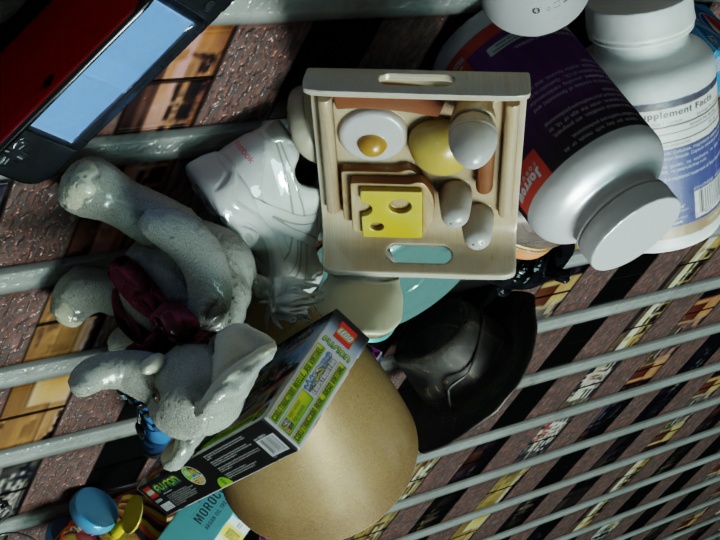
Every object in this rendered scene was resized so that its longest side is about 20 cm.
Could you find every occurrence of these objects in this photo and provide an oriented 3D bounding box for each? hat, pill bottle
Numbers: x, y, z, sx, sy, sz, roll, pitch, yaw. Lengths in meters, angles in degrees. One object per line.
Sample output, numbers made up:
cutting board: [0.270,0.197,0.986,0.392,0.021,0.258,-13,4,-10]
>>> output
hat: [0.085,0.085,1.409,0.081,0.201,0.201,34,117,-19]
pill bottle: [0.228,-0.124,1.132,0.111,0.111,0.200,-23,121,-21]
pill bottle: [0.145,-0.099,1.048,0.112,0.200,0.113,-26,152,-15]

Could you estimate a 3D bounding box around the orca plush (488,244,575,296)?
orca plush: [0.165,-0.018,1.316,0.105,0.071,0.200,-65,155,1]

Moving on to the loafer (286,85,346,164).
loafer: [0.030,-0.093,1.048,0.068,0.076,0.200,-12,166,36]

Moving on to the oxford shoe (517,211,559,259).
oxford shoe: [0.096,-0.059,1.167,0.200,0.071,0.073,7,160,-33]

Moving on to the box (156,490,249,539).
box: [-0.140,0.241,1.385,0.200,0.049,0.082,-54,162,-12]

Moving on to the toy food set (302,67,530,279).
toy food set: [0.039,-0.059,0.963,0.143,0.060,0.200,1,144,3]

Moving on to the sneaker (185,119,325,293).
sneaker: [-0.050,-0.044,1.068,0.099,0.078,0.200,-36,155,-2]

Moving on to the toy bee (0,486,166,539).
toy bee: [-0.256,0.267,1.324,0.200,0.109,0.131,-16,151,-32]

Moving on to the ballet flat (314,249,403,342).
ballet flat: [0.000,0.000,1.103,0.069,0.070,0.200,-37,-169,7]

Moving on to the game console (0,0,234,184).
game console: [-0.155,-0.100,0.804,0.200,0.119,0.172,-41,153,15]

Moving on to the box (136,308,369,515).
box: [-0.082,0.108,1.045,0.200,0.035,0.110,-33,-162,49]

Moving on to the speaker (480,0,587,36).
speaker: [0.102,-0.234,0.906,0.081,0.081,0.200,-33,154,-1]

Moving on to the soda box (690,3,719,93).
soda box: [0.241,-0.138,1.240,0.064,0.068,0.200,-3,140,-48]

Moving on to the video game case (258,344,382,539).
video game case: [-0.041,0.187,1.417,0.181,0.036,0.200,-55,165,-27]

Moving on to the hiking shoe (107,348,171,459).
hiking shoe: [-0.173,0.082,1.160,0.087,0.074,0.200,-10,136,-26]

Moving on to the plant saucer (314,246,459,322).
plant saucer: [0.035,-0.002,1.278,0.200,0.036,0.200,-26,152,-15]

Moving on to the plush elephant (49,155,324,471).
plush elephant: [-0.130,0.048,0.966,0.200,0.155,0.165,17,139,-11]

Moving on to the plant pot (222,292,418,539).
plant pot: [-0.056,0.108,1.226,0.186,0.186,0.200,-28,141,-10]
